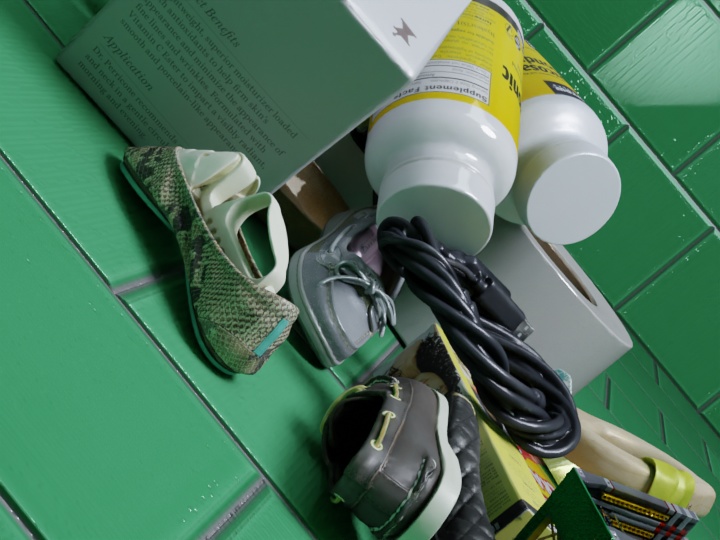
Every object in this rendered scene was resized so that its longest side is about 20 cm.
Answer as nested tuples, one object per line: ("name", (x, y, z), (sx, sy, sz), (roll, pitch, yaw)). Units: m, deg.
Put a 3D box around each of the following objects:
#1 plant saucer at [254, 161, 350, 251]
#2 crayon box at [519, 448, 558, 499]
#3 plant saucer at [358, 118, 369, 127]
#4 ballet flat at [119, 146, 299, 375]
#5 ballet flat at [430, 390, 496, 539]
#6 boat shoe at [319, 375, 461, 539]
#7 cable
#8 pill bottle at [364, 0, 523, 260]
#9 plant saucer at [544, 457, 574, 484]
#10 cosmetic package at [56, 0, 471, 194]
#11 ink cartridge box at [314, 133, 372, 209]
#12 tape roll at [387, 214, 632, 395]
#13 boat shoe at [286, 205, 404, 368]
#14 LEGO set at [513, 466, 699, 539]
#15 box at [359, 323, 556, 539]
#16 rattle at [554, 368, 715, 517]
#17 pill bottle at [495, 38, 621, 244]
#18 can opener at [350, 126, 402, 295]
("plant saucer", (-0.069, -0.075, 1.249), (0.200, 0.035, 0.200), (48, 11, -12))
("crayon box", (0.110, 0.178, 1.080), (0.127, 0.051, 0.200), (42, 14, -37))
("plant saucer", (-0.079, -0.202, 1.225), (0.199, 0.048, 0.200), (32, -25, 16))
("ballet flat", (-0.081, -0.024, 0.931), (0.068, 0.075, 0.200), (37, 16, -44))
("ballet flat", (0.054, 0.141, 0.916), (0.057, 0.067, 0.200), (26, 29, -13))
("boat shoe", (0.011, 0.095, 0.905), (0.060, 0.072, 0.201), (36, 6, -11))
("cable", (0.074, 0.043, 1.041), (0.200, 0.051, 0.164), (45, 16, -41))
("pill bottle", (0.060, -0.105, 1.146), (0.111, 0.111, 0.201), (42, 39, -33))
("plant saucer", (0.227, 0.212, 1.401), (0.200, 0.048, 0.200), (49, 11, -2))
("cosmetic package", (-0.058, -0.167, 1.055), (0.165, 0.200, 0.165), (48, 34, -10))
("ink cartridge box", (-0.005, -0.099, 1.452), (0.146, 0.084, 0.200), (49, 12, -1))
("tape roll", (0.121, 0.032, 1.377), (0.203, 0.139, 0.203), (48, 10, -12))
("boat shoe", (0.001, 0.001, 1.116), (0.075, 0.064, 0.202), (61, 22, -13))
("LEGO set", (0.149, 0.211, 0.859), (0.115, 0.154, 0.200), (22, 17, -30))
("box", (0.061, 0.122, 1.016), (0.050, 0.075, 0.200), (43, 12, -34))
("rattle", (0.162, 0.166, 1.219), (0.199, 0.144, 0.130), (29, 24, 36))
("pill bottle", (0.130, -0.107, 1.271), (0.112, 0.112, 0.200), (41, 11, -37))
("can opener", (0.033, -0.073, 1.295), (0.078, 0.063, 0.201), (17, 51, -25))
